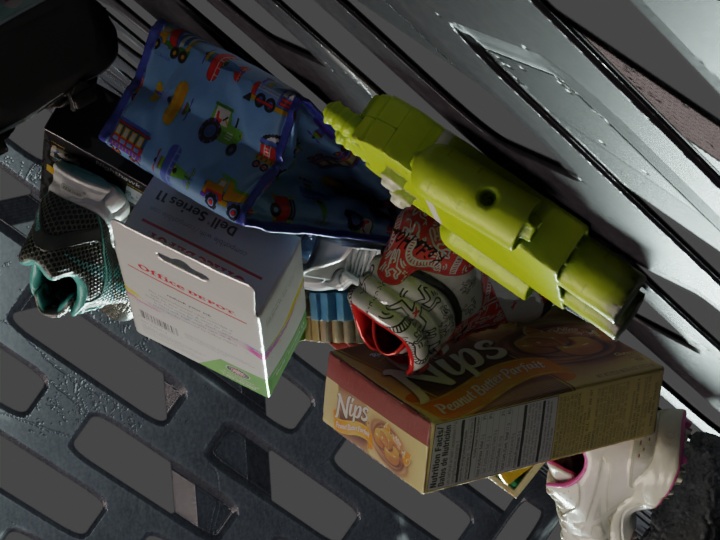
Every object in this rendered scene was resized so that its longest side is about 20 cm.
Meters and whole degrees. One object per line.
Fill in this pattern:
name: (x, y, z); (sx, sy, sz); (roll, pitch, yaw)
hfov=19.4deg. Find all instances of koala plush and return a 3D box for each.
koala plush: (0.307, 0.246, 1.550); (0.199, 0.185, 0.177); (23, -173, -45)

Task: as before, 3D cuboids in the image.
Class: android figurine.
android figurine: (0.065, -0.033, 1.151); (0.199, 0.041, 0.182); (34, 176, 10)

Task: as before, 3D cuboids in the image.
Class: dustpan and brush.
dustpan and brush: (0.000, 0.000, 1.515); (0.139, 0.058, 0.200); (8, -173, -30)

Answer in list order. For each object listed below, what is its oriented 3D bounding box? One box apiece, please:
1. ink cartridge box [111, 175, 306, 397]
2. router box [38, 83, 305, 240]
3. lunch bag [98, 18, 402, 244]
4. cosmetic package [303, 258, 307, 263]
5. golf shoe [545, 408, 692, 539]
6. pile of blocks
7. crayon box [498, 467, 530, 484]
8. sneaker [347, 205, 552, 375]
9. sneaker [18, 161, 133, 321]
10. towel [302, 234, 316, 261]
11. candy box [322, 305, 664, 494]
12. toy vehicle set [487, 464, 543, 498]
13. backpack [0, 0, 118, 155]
ink cartridge box: (-0.102, 0.003, 1.454); (0.116, 0.068, 0.200); (26, 159, 10)
router box: (-0.139, -0.050, 1.553); (0.199, 0.053, 0.157); (30, 161, -1)
lunch bag: (-0.049, -0.074, 1.419); (0.150, 0.095, 0.199); (31, -175, 37)
cosmetic package: (-0.082, -0.013, 1.771); (0.198, 0.052, 0.151); (-6, -170, -15)
golf shoe: (0.167, 0.155, 1.517); (0.091, 0.076, 0.201); (16, 138, -7)
pile of blocks: (-0.029, 0.045, 1.724); (0.198, 0.063, 0.082); (-1, -173, 23)
crayon box: (0.076, 0.073, 1.571); (0.200, 0.051, 0.127); (53, 178, 41)
sneaker: (0.055, 0.021, 1.362); (0.067, 0.108, 0.201); (34, 176, 26)
sneaker: (-0.209, -0.001, 1.554); (0.077, 0.092, 0.200); (23, 160, 18)
towel: (-0.081, -0.076, 1.574); (0.199, 0.049, 0.112); (34, 151, -7)
candy box: (0.088, 0.081, 1.387); (0.199, 0.056, 0.115); (-11, -154, -34)
toy vehicle set: (0.089, 0.088, 1.789); (0.199, 0.125, 0.027); (35, -154, 3)
backpack: (-0.284, -0.183, 1.463); (0.200, 0.177, 0.151); (38, 158, 54)
